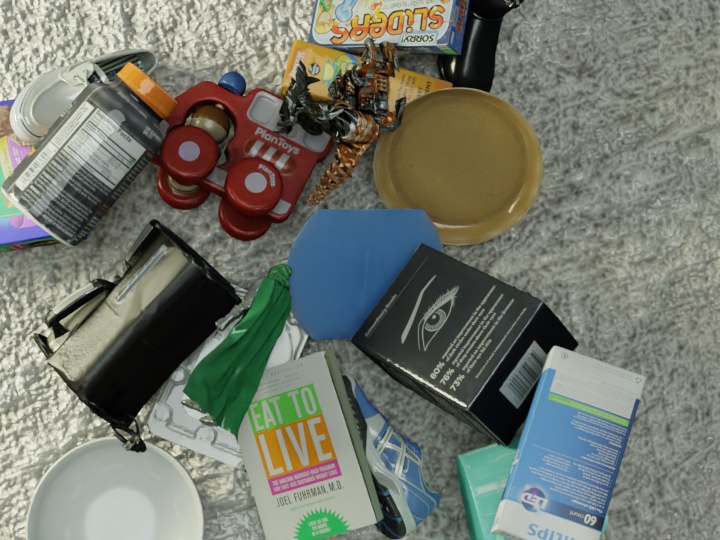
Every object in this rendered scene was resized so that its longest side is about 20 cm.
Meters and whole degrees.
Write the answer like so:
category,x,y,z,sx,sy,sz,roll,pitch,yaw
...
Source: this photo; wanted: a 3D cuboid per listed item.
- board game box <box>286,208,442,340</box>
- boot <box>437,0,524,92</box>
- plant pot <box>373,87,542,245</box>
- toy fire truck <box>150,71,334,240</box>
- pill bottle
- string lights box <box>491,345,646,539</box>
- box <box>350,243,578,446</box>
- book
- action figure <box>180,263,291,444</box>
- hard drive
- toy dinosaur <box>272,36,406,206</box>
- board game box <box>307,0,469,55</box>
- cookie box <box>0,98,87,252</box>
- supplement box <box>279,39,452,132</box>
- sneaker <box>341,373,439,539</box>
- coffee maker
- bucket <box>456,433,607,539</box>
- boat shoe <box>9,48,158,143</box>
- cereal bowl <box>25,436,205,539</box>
category,x,y,z,sx,sy,sz,roll,pitch,yaw
board game box,0.000,0.000,1.448,0.200,0.039,0.158,-2,106,-22
boot,0.155,-0.307,1.444,0.073,0.162,0.198,8,83,-15
plant pot,0.116,-0.125,1.447,0.200,0.027,0.200,2,116,5
toy fire truck,-0.147,-0.144,1.437,0.200,0.112,0.168,27,69,-1
pill bottle,-0.290,-0.132,1.338,0.106,0.106,0.200,40,87,1
string lights box,0.215,0.191,1.261,0.103,0.059,0.200,19,76,4
box,0.115,0.081,1.376,0.200,0.104,0.148,29,79,44
book,-0.067,0.204,1.383,0.134,0.048,0.200,-19,84,13
action figure,-0.126,0.076,1.347,0.055,0.118,0.200,13,62,31
hard drive,-0.153,0.122,1.436,0.140,0.038,0.200,23,83,-1
toy dinosaur,-0.021,-0.176,1.382,0.136,0.102,0.200,20,59,-8
board game box,0.037,-0.324,1.448,0.200,0.034,0.135,5,81,33
cookie box,-0.434,-0.105,1.421,0.200,0.075,0.171,-10,84,-6
supplement box,0.006,-0.215,1.473,0.200,0.069,0.067,14,82,-1
sneaker,0.022,0.212,1.431,0.077,0.076,0.200,-21,83,-32
coffee maker,-0.233,0.070,1.365,0.192,0.135,0.200,43,89,15
bucket,0.193,0.280,1.368,0.135,0.207,0.207,-13,84,-2
boat shoe,-0.314,-0.212,1.395,0.074,0.067,0.200,58,45,-16
cereal bowl,-0.273,0.288,1.384,0.200,0.083,0.200,0,84,-4
